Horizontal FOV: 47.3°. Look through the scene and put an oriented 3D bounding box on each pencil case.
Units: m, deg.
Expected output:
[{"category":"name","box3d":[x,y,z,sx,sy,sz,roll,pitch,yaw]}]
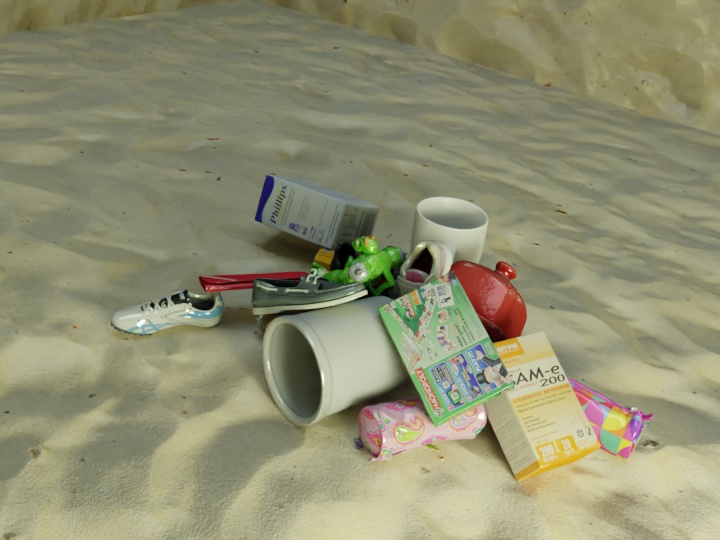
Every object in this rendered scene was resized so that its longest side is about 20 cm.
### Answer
[{"category":"pencil case","box3d":[0.368,0.228,1.341,0.199,0.089,0.088,23,32,27]},{"category":"pencil case","box3d":[0.093,0.234,1.263,0.198,0.088,0.087,-8,33,-26]}]

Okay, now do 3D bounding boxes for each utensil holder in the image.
[{"category":"utensil holder","box3d":[-0.031,0.137,1.316,0.199,0.171,0.170,-13,35,-38]}]

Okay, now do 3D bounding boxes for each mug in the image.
[{"category":"mug","box3d":[0.169,-0.026,1.645,0.146,0.177,0.200,9,29,2]}]

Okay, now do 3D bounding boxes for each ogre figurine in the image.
[{"category":"ogre figurine","box3d":[0.000,0.000,1.398,0.119,0.099,0.199,-20,-18,39]}]

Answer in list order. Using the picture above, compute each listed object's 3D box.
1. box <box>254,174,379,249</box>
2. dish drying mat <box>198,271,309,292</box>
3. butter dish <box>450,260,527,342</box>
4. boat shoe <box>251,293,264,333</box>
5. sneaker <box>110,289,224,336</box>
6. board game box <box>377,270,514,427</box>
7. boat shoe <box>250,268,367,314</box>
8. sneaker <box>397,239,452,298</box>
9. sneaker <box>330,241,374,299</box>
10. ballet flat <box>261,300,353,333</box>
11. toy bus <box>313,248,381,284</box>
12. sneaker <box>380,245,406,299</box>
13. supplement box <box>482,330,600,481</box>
[{"category":"box","box3d":[-0.092,-0.123,1.770,0.199,0.106,0.184,22,10,22]},{"category":"dish drying mat","box3d":[-0.190,0.017,1.500,0.198,0.018,0.077,-4,12,-20]},{"category":"butter dish","box3d":[0.226,0.050,1.476,0.199,0.148,0.199,32,-8,33]},{"category":"boat shoe","box3d":[-0.149,0.088,1.466,0.068,0.074,0.199,0,36,-44]},{"category":"sneaker","box3d":[-0.340,0.068,1.454,0.198,0.073,0.072,-6,34,-22]},{"category":"board game box","box3d":[0.127,0.116,1.244,0.134,0.029,0.201,-26,69,-1]},{"category":"boat shoe","box3d":[-0.086,0.030,1.302,0.198,0.062,0.073,-8,0,23]},{"category":"sneaker","box3d":[0.093,0.035,1.371,0.081,0.202,0.088,5,-15,24]},{"category":"sneaker","box3d":[-0.005,0.036,1.528,0.075,0.091,0.201,-24,66,-12]},{"category":"ballet flat","box3d":[-0.083,0.078,1.410,0.199,0.068,0.072,-11,29,-33]},{"category":"toy bus","box3d":[0.003,0.017,1.642,0.198,0.066,0.078,13,28,10]},{"category":"sneaker","box3d":[0.076,0.012,1.514,0.079,0.076,0.200,27,21,-9]},{"category":"supplement box","box3d":[0.263,0.206,1.271,0.125,0.074,0.201,-10,64,-29]}]
